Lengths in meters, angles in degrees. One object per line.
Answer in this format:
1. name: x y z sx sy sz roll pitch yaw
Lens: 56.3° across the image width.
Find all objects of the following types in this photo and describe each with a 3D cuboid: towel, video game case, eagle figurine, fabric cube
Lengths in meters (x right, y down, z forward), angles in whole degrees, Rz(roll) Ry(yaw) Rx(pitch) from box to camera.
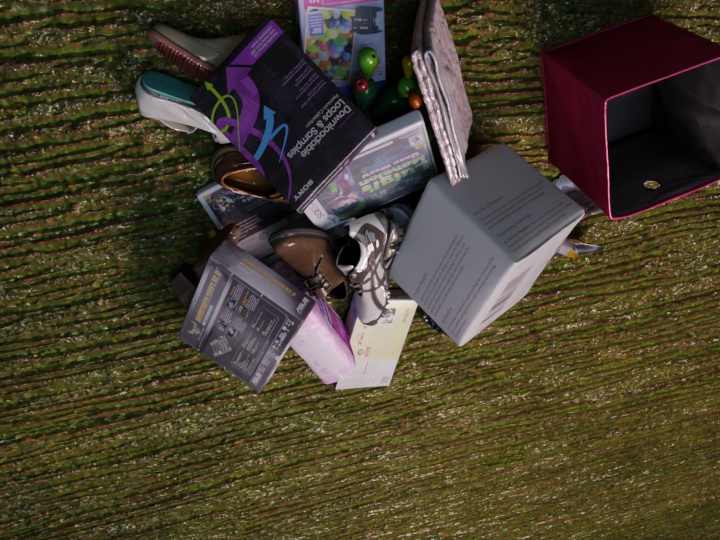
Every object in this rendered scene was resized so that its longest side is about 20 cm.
1. towel: 0.115 -0.250 0.914 0.032 0.193 0.202 -10 129 19
2. video game case: -0.123 -0.095 1.048 0.198 0.023 0.183 -26 127 3
3. eagle figurine: 0.329 -0.068 1.153 0.199 0.152 0.151 -28 177 -33
4. fabric cube: 0.402 -0.231 0.999 0.193 0.200 0.202 -20 126 -3
5. video game case: 0.006 -0.130 0.934 0.197 0.024 0.182 -23 160 6

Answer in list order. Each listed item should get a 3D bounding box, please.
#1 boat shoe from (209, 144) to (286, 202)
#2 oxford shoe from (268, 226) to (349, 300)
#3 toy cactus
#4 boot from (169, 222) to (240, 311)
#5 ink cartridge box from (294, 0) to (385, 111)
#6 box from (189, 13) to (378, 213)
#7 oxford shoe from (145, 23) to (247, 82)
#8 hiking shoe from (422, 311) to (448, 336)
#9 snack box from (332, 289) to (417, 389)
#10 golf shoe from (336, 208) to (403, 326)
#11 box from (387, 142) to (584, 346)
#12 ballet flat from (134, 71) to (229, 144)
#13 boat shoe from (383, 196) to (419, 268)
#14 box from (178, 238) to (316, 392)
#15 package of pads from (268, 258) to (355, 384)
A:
1. boat shoe: -0.116 -0.127 0.970 0.197 0.068 0.073 6 121 -22
2. oxford shoe: -0.066 -0.006 1.013 0.072 0.086 0.199 -20 152 24
3. toy cactus: 0.032 -0.214 0.934 0.164 0.103 0.199 -29 153 18
4. boot: -0.203 0.026 1.055 0.146 0.071 0.199 43 129 -18
5. ink cartridge box: -0.025 -0.302 0.927 0.117 0.042 0.202 -10 127 -10
6. box: -0.094 -0.192 0.833 0.143 0.036 0.200 -45 86 4
7. oxford shoe: -0.181 -0.282 0.890 0.198 0.071 0.075 21 88 -25
8. hiking shoe: 0.152 0.046 1.188 0.087 0.074 0.201 -55 150 -23
9. snack box: 0.022 0.126 1.221 0.114 0.037 0.202 1 123 -26
10. golf shoe: 0.000 0.000 1.022 0.093 0.078 0.203 -9 125 -25
11. box: 0.182 -0.041 1.009 0.199 0.171 0.200 -31 156 -38
12. ballet flat: -0.210 -0.212 0.925 0.197 0.070 0.070 15 118 -20
13. boat shoe: 0.033 -0.048 1.093 0.073 0.068 0.200 39 134 6
14. box: -0.171 0.072 0.989 0.157 0.048 0.201 34 132 1
15. package of pads: -0.085 0.085 1.105 0.075 0.121 0.201 -27 133 7
